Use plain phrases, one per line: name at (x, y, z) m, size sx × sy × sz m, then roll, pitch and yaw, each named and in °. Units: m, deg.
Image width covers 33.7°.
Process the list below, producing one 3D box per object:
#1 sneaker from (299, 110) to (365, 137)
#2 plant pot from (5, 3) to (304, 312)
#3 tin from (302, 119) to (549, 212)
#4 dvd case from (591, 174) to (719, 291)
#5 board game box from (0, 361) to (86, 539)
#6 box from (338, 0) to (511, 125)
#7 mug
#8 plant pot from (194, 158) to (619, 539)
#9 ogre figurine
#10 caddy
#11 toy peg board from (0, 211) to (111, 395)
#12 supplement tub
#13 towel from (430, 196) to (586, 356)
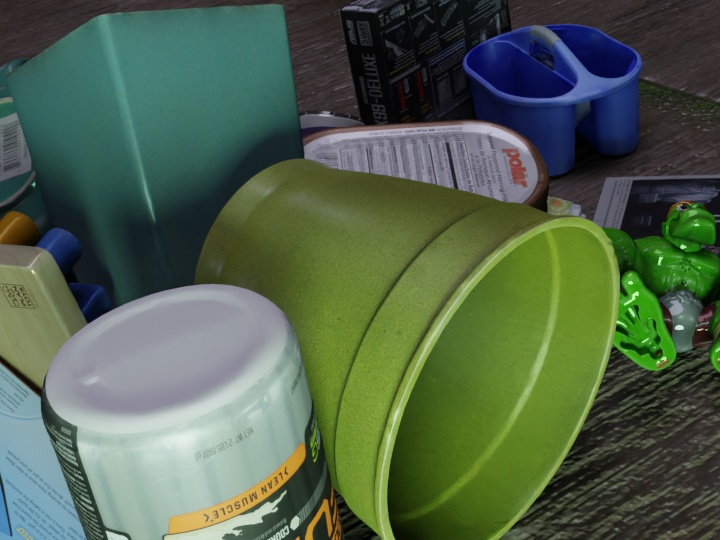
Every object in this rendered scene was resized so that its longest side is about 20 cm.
sneaker at (-0.061, -0.084, 1.075) m, size 0.074 × 0.089 × 0.199 m, roll 6°, pitch -5°, yaw -21°
plant pot at (-0.119, -0.052, 0.779) m, size 0.140 × 0.204 × 0.140 m, roll -14°, pitch 1°, yaw -41°
tin at (0.035, -0.055, 0.831) m, size 0.196 × 0.042 × 0.113 m, roll -4°, pitch 51°, yaw -3°
dvd case at (0.272, -0.029, 0.896) m, size 0.196 × 0.025 × 0.151 m, roll 0°, pitch 31°, yaw 22°
board game box at (-0.205, 0.115, 0.673) m, size 0.019 × 0.200 × 0.103 m, roll -41°, pitch 9°, yaw 43°
box at (0.074, -0.211, 1.159) m, size 0.049 × 0.160 × 0.199 m, roll 14°, pitch 39°, yaw 40°
mug at (-0.245, -0.070, 0.884) m, size 0.184 × 0.114 × 0.153 m, roll 30°, pitch 85°, yaw 28°
plant pot at (0.011, 0.030, 0.675) m, size 0.192 × 0.203 × 0.199 m, roll 28°, pitch 47°, yaw 36°
ogre figurine at (0.203, 0.017, 0.761) m, size 0.196 × 0.100 × 0.120 m, roll -5°, pitch 24°, yaw 4°
caddy at (0.177, -0.173, 1.102) m, size 0.139 × 0.106 × 0.200 m, roll -18°, pitch 29°, yaw -10°
toy peg board at (-0.222, 0.037, 0.770) m, size 0.196 × 0.202 × 0.098 m, roll 4°, pitch 43°, yaw 26°
supplement tub at (-0.071, 0.121, 0.579) m, size 0.120 × 0.203 × 0.123 m, roll -9°, pitch 29°, yaw 5°
towel at (0.056, 0.008, 0.828) m, size 0.196 × 0.049 × 0.173 m, roll 10°, pitch 47°, yaw 10°
